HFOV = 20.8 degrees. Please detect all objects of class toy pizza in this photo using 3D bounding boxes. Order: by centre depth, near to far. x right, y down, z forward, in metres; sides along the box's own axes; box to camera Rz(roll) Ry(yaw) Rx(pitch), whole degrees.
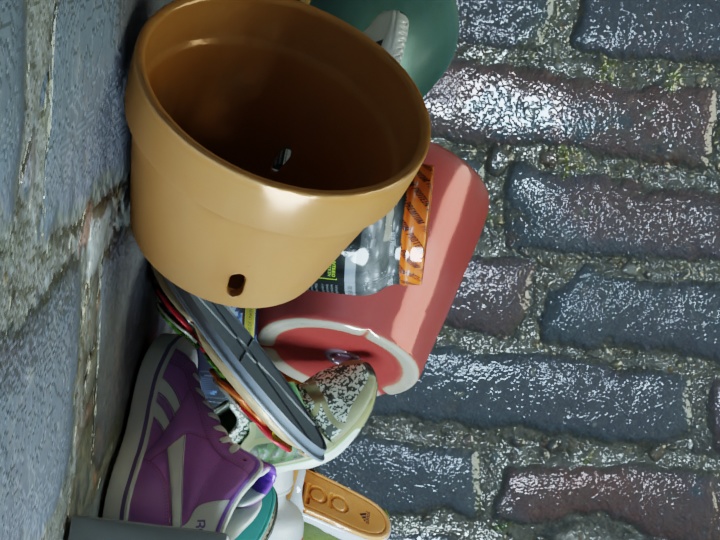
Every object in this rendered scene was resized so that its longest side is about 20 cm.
[{"bbox_3d":[-0.096,0.068,1.460,0.200,0.032,0.200,52,2,-2],"label":"toy pizza"}]

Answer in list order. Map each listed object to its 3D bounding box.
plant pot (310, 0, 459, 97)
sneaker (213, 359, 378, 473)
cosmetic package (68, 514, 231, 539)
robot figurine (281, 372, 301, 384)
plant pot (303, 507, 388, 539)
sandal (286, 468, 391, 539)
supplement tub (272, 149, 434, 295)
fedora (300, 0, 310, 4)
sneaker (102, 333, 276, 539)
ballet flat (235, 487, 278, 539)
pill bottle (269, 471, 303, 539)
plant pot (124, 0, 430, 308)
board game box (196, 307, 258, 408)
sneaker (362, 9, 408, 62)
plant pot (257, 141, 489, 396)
[{"bbox_3d":[-0.023,-0.207,1.839,0.161,0.200,0.201,-61,159,-54],"label":"plant pot"},{"bbox_3d":[-0.078,0.122,1.596,0.077,0.200,0.089,56,-9,38],"label":"sneaker"},{"bbox_3d":[-0.134,0.224,1.305,0.200,0.107,0.090,83,13,-70],"label":"cosmetic package"},{"bbox_3d":[-0.059,0.085,1.848,0.200,0.058,0.145,28,68,-87],"label":"robot figurine"},{"bbox_3d":[-0.068,0.296,1.969,0.200,0.184,0.201,7,90,-87],"label":"plant pot"},{"bbox_3d":[-0.053,0.198,1.886,0.059,0.206,0.079,-57,-162,34],"label":"sandal"},{"bbox_3d":[-0.045,-0.046,1.544,0.123,0.200,0.123,7,90,-87],"label":"supplement tub"},{"bbox_3d":[-0.077,-0.273,1.500,0.201,0.082,0.201,10,90,-79],"label":"fedora"},{"bbox_3d":[-0.114,0.128,1.424,0.201,0.114,0.073,-83,176,-47],"label":"sneaker"},{"bbox_3d":[-0.133,0.246,1.549,0.200,0.068,0.068,-54,172,-34],"label":"ballet flat"},{"bbox_3d":[-0.110,0.266,1.802,0.112,0.112,0.200,-70,166,-78],"label":"pill bottle"},{"bbox_3d":[-0.069,-0.070,1.303,0.200,0.200,0.140,-81,-169,-49],"label":"plant pot"},{"bbox_3d":[-0.112,0.013,1.794,0.165,0.057,0.200,-82,177,-68],"label":"board game box"},{"bbox_3d":[-0.052,-0.170,1.718,0.199,0.129,0.080,-50,-160,42],"label":"sneaker"},{"bbox_3d":[0.000,0.000,1.684,0.200,0.200,0.178,90,12,-63],"label":"plant pot"}]
